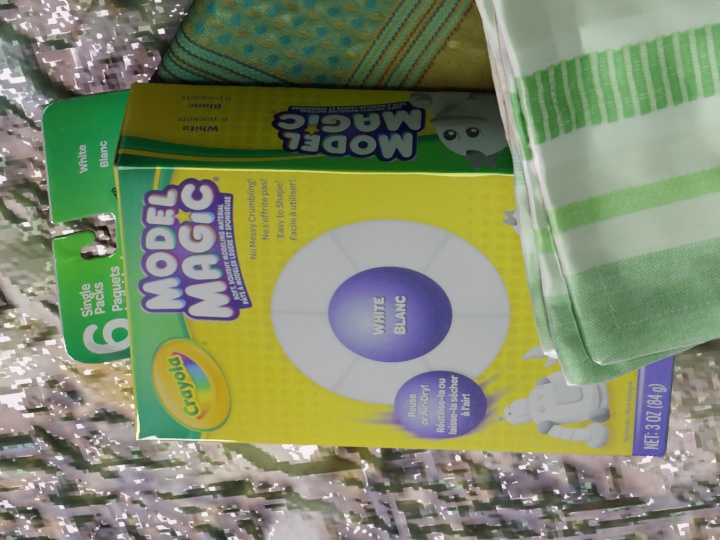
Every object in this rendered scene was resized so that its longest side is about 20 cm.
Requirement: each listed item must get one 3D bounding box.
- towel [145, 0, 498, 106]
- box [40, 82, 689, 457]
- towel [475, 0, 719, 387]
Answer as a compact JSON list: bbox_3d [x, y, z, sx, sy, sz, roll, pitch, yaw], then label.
[{"bbox_3d":[0.033,-0.085,0.836,0.146,0.022,0.200,24,128,-15],"label":"towel"},{"bbox_3d":[0.000,0.000,0.867,0.200,0.048,0.118,2,130,5],"label":"box"},{"bbox_3d":[0.106,-0.076,0.784,0.152,0.023,0.200,-15,110,-3],"label":"towel"}]
